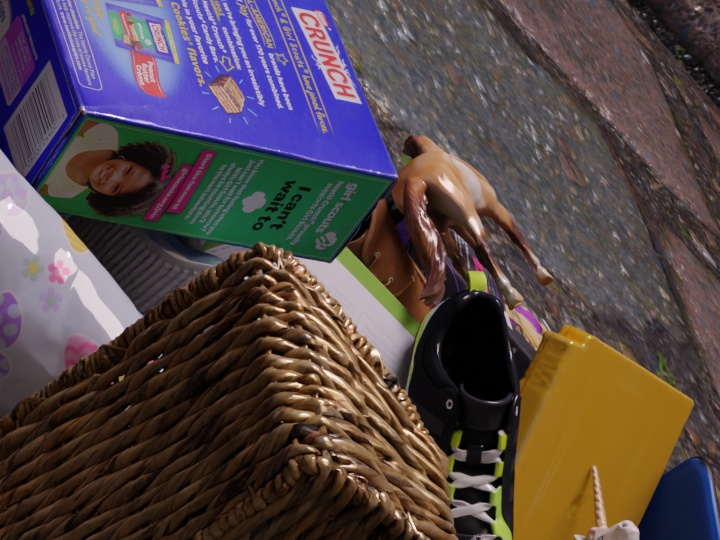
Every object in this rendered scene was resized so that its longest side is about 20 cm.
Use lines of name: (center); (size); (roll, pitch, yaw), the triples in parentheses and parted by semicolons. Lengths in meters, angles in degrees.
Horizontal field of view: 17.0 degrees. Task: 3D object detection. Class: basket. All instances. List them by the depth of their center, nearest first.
basket: (-0.061, 0.113, 1.067); (0.143, 0.200, 0.149); (39, 22, -38)

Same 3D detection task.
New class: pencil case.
pencil case: (-0.163, 0.019, 1.136); (0.200, 0.091, 0.083); (49, -17, -17)

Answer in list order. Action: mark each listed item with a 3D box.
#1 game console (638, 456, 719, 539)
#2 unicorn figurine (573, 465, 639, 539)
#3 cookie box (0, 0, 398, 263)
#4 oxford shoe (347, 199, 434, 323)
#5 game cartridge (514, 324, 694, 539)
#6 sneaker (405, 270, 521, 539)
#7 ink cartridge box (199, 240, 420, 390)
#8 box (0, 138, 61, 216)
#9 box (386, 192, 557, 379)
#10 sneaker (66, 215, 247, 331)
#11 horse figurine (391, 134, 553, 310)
game console: (0.227, 0.252, 1.626); (0.171, 0.118, 0.201); (37, 42, -54)
unicorn figurine: (0.204, 0.215, 1.464); (0.200, 0.074, 0.137); (52, -20, -4)
cookie box: (-0.098, -0.102, 1.263); (0.200, 0.075, 0.171); (10, 44, -37)
oxford shoe: (0.000, 0.000, 1.490); (0.071, 0.071, 0.201); (-75, 146, -78)
game cartridge: (0.127, 0.146, 1.544); (0.032, 0.200, 0.176); (22, -6, 37)
sneaker: (0.055, 0.098, 1.364); (0.083, 0.071, 0.201); (115, -24, -67)
ink cartridge box: (-0.053, 0.083, 1.384); (0.148, 0.076, 0.200); (46, 53, -28)
box: (-0.226, -0.096, 1.253); (0.070, 0.064, 0.200); (29, 31, -54)
box: (0.053, 0.056, 1.610); (0.200, 0.122, 0.106); (49, 16, -21)
sneaker: (-0.090, 0.023, 1.269); (0.082, 0.074, 0.200); (26, 2, -42)
horse figurine: (0.060, -0.032, 1.504); (0.133, 0.050, 0.200); (55, 16, 3)
